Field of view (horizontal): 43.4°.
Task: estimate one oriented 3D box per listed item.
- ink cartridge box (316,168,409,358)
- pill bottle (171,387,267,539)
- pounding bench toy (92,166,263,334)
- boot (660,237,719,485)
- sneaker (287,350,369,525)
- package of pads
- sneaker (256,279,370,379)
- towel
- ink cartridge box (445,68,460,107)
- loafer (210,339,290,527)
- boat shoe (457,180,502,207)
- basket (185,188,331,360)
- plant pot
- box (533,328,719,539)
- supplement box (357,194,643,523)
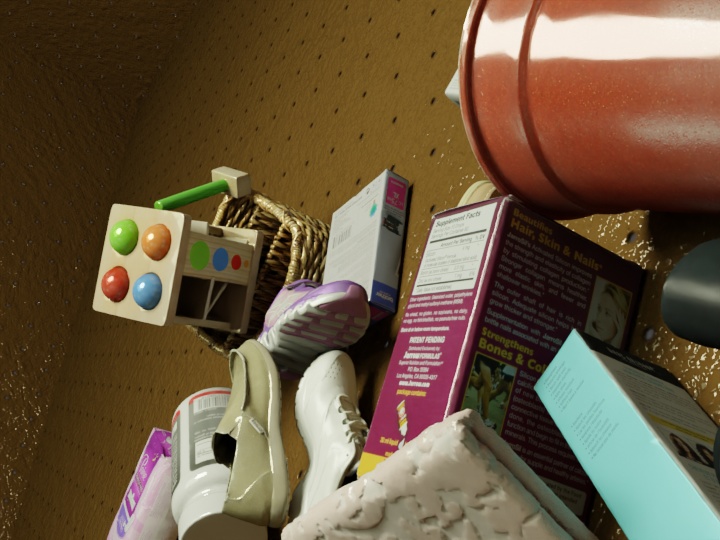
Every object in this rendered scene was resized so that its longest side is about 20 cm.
[{"bbox_3d":[0.000,0.000,1.010,0.119,0.042,0.202,-35,38,50],"label":"ink cartridge box"},{"bbox_3d":[-0.163,0.241,1.052,0.114,0.113,0.201,-56,26,22],"label":"pill bottle"},{"bbox_3d":[-0.213,-0.038,1.068,0.123,0.155,0.202,8,87,34],"label":"pounding bench toy"},{"bbox_3d":[0.192,0.038,0.409,0.168,0.198,0.077,21,128,65],"label":"boot"},{"bbox_3d":[-0.016,0.170,0.872,0.087,0.074,0.202,-30,51,44],"label":"sneaker"},{"bbox_3d":[-0.296,0.341,1.298,0.202,0.075,0.120,-66,26,3],"label":"package of pads"},{"bbox_3d":[-0.054,0.044,0.951,0.200,0.080,0.089,-38,36,53],"label":"sneaker"},{"bbox_3d":[0.065,0.188,0.535,0.200,0.191,0.032,-44,2,42],"label":"towel"},{"bbox_3d":[0.174,-0.240,0.857,0.201,0.057,0.162,-58,23,0],"label":"ink cartridge box"},{"bbox_3d":[-0.113,0.155,0.890,0.076,0.068,0.201,111,153,-46],"label":"loafer"},{"bbox_3d":[0.108,0.021,0.733,0.064,0.071,0.202,-11,67,55],"label":"boat shoe"},{"bbox_3d":[-0.127,0.017,1.133,0.201,0.148,0.143,-61,24,10],"label":"basket"},{"bbox_3d":[0.194,-0.116,0.533,0.195,0.200,0.202,21,88,58],"label":"plant pot"},{"bbox_3d":[0.171,0.115,0.486,0.049,0.082,0.200,-59,24,19],"label":"box"},{"bbox_3d":[0.097,0.069,0.626,0.103,0.130,0.202,-9,60,63],"label":"supplement box"}]
